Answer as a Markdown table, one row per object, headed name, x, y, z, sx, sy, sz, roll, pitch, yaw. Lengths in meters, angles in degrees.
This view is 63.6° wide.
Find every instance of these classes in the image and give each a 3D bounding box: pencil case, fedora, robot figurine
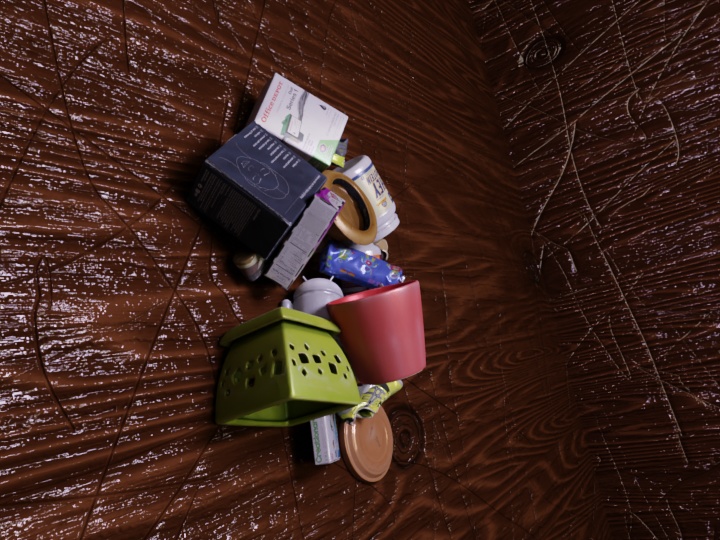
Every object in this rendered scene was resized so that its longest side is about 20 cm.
| name | x | y | z | sx | sy | sz | roll | pitch | yaw |
| --- | --- | --- | --- | --- | --- | --- | --- | --- | --- |
| pencil case | 0.000 | 0.000 | 1.353 | 0.199 | 0.078 | 0.087 | 21 | 40 | -7 |
| fedora | -0.046 | -0.136 | 1.361 | 0.200 | 0.082 | 0.201 | 34 | 40 | -34 |
| robot figurine | -0.091 | 0.102 | 1.276 | 0.169 | 0.113 | 0.201 | 5 | 63 | -17 |

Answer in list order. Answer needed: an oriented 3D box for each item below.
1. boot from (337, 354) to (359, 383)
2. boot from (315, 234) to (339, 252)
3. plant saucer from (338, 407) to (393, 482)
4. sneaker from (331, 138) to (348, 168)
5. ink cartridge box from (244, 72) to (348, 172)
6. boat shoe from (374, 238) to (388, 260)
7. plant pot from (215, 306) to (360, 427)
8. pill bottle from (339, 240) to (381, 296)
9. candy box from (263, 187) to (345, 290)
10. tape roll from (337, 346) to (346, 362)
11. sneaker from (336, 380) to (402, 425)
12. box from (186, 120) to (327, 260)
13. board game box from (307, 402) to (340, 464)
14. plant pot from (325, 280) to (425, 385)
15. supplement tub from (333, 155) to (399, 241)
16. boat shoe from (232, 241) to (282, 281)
| name | x | y | z | sx | sy | sz | roll | pitch | yaw |
| --- | --- | --- | --- | --- | --- | --- | --- | --- | --- |
| boot | 0.016 | 0.226 | 1.334 | 0.071 | 0.201 | 0.144 | 51 | -19 | 22 |
| boot | -0.118 | -0.141 | 1.428 | 0.201 | 0.072 | 0.166 | 66 | 20 | -6 |
| plant saucer | 0.021 | 0.397 | 1.381 | 0.200 | 0.032 | 0.201 | 31 | 51 | -47 |
| sneaker | -0.116 | -0.329 | 1.455 | 0.200 | 0.074 | 0.081 | 20 | 91 | -37 |
| ink cartridge box | -0.150 | -0.335 | 1.346 | 0.200 | 0.084 | 0.147 | 26 | 70 | -22 |
| boat shoe | 0.045 | -0.036 | 1.592 | 0.072 | 0.076 | 0.200 | 60 | 34 | -18 |
| plant pot | -0.142 | 0.183 | 1.093 | 0.200 | 0.199 | 0.182 | 23 | 50 | -50 |
| pill bottle | 0.002 | -0.001 | 1.451 | 0.109 | 0.109 | 0.201 | -8 | 91 | -58 |
| candy box | -0.113 | -0.069 | 1.212 | 0.061 | 0.200 | 0.136 | 34 | 15 | -4 |
| tape roll | 0.018 | 0.163 | 1.384 | 0.203 | 0.037 | 0.203 | -35 | 139 | -38 |
| sneaker | 0.022 | 0.302 | 1.348 | 0.200 | 0.075 | 0.077 | -13 | 59 | -36 |
| box | -0.204 | -0.165 | 1.175 | 0.196 | 0.124 | 0.200 | 36 | 40 | -5 |
| board game box | -0.080 | 0.299 | 1.222 | 0.126 | 0.034 | 0.201 | 66 | 15 | -74 |
| plant pot | 0.046 | 0.128 | 1.193 | 0.200 | 0.200 | 0.178 | -16 | 92 | -58 |
| supplement tub | 0.004 | -0.185 | 1.540 | 0.200 | 0.145 | 0.145 | 59 | 34 | -20 |
| boat shoe | -0.206 | -0.050 | 1.233 | 0.200 | 0.073 | 0.065 | -58 | 142 | -50 |
